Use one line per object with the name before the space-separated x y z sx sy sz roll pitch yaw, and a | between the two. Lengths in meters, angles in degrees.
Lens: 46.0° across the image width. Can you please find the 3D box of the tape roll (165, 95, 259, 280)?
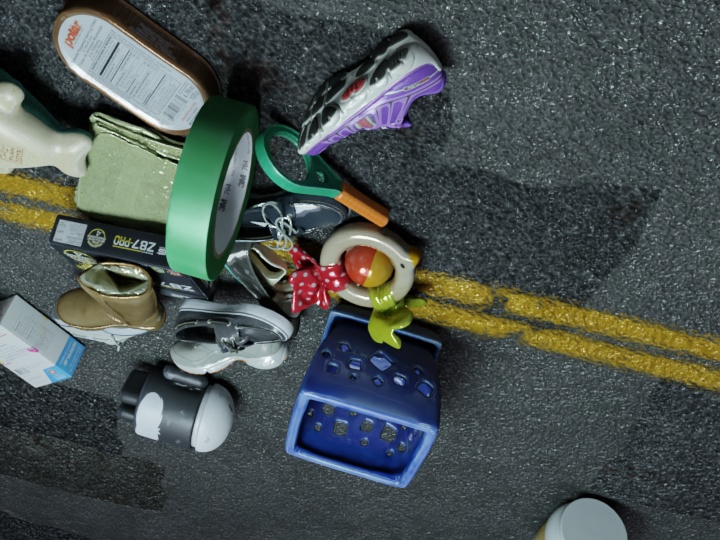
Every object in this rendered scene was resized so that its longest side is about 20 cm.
tape roll | -0.164 -0.092 0.959 0.047 0.203 0.202 15 142 1

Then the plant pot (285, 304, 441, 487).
plant pot | 0.012 0.175 1.236 0.197 0.182 0.201 16 141 0

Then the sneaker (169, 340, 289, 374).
sneaker | -0.213 0.103 1.327 0.196 0.076 0.093 -7 130 15

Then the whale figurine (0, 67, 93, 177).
whale figurine | -0.421 -0.183 1.029 0.197 0.105 0.160 16 143 -15

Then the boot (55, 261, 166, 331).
boot | -0.364 0.033 1.197 0.172 0.067 0.200 1 165 -4

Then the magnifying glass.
magnifying glass | -0.042 -0.107 1.012 0.199 0.081 0.022 31 137 -34

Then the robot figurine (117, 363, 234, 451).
robot figurine | -0.317 0.239 1.478 0.197 0.127 0.150 16 165 0

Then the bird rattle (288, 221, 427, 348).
bird rattle | 0.000 0.000 1.129 0.198 0.113 0.164 29 130 4

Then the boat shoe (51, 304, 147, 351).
boat shoe | -0.398 0.091 1.365 0.199 0.075 0.087 -1 138 24

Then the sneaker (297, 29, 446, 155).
sneaker | 0.008 -0.169 0.909 0.198 0.082 0.083 -25 133 39

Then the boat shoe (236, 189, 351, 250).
boat shoe | -0.108 -0.066 1.083 0.196 0.062 0.076 1 138 17

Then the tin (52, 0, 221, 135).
tin | -0.251 -0.230 0.958 0.199 0.042 0.112 33 134 -20

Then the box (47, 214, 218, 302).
box | -0.313 -0.013 1.193 0.196 0.050 0.161 11 164 6

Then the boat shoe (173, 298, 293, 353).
boat shoe | -0.186 0.086 1.198 0.197 0.067 0.070 8 150 28

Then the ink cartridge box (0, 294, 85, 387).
ink cartridge box | -0.592 0.113 1.463 0.114 0.069 0.200 -16 132 34

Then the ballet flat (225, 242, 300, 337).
ballet flat | -0.123 0.022 1.195 0.067 0.069 0.201 -18 132 24

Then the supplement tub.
supplement tub | 0.387 0.510 1.536 0.142 0.146 0.201 15 142 1

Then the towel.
towel | -0.294 -0.116 1.109 0.146 0.037 0.201 23 140 -10
